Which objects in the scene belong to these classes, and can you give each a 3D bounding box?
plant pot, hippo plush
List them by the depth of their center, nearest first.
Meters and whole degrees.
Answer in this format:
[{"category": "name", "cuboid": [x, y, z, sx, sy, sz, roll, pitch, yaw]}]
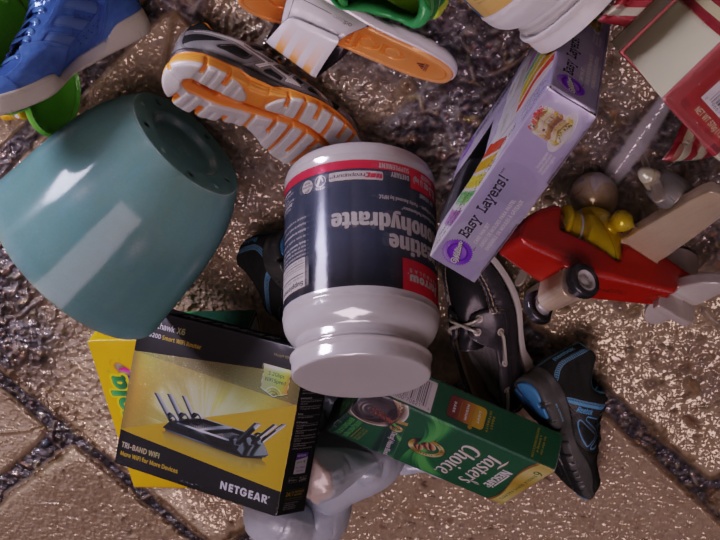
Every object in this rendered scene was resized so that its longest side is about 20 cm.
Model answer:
[{"category": "plant pot", "cuboid": [-0.210, -0.065, 1.311, 0.200, 0.201, 0.161, 41, 112, -15]}, {"category": "hippo plush", "cuboid": [-0.046, 0.206, 1.474, 0.199, 0.160, 0.161, 3, 133, -40]}]

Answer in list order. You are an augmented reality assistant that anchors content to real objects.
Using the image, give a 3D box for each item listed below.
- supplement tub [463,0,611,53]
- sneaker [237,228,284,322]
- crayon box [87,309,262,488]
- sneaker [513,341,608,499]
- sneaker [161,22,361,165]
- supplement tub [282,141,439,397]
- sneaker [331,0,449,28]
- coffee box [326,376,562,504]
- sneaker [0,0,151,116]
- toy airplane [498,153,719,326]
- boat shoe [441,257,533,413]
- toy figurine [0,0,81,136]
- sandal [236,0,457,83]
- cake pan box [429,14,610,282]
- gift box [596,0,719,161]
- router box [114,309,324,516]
[{"category": "supplement tub", "cuboid": [0.111, -0.282, 1.119, 0.200, 0.145, 0.145, 41, 122, -14]}, {"category": "sneaker", "cuboid": [-0.044, 0.037, 1.413, 0.082, 0.073, 0.200, -3, 128, 46]}, {"category": "crayon box", "cuboid": [-0.177, 0.139, 1.512, 0.172, 0.058, 0.201, -2, 122, 14]}, {"category": "sneaker", "cuboid": [0.218, 0.154, 1.421, 0.082, 0.073, 0.200, -38, 138, -14]}, {"category": "sneaker", "cuboid": [-0.083, -0.161, 1.290, 0.199, 0.077, 0.078, 27, 131, -27]}, {"category": "supplement tub", "cuboid": [0.000, 0.000, 1.278, 0.140, 0.201, 0.140, -1, 158, 0]}, {"category": "sneaker", "cuboid": [-0.014, -0.269, 1.194, 0.199, 0.084, 0.074, 27, 125, -5]}, {"category": "coffee box", "cuboid": [0.081, 0.157, 1.376, 0.199, 0.044, 0.123, 24, 149, -12]}, {"category": "sneaker", "cuboid": [-0.278, -0.215, 1.232, 0.077, 0.200, 0.112, 3, 124, 49]}, {"category": "toy airplane", "cuboid": [0.230, -0.022, 1.284, 0.199, 0.142, 0.199, -12, 157, 10]}, {"category": "boat shoe", "cuboid": [0.116, 0.062, 1.384, 0.074, 0.060, 0.201, 14, 133, 41]}, {"category": "toy figurine", "cuboid": [-0.381, -0.206, 1.317, 0.183, 0.151, 0.200, 5, 149, 26]}, {"category": "sandal", "cuboid": [-0.017, -0.195, 1.240, 0.206, 0.059, 0.079, 21, 162, -2]}, {"category": "cake pan box", "cuboid": [0.135, -0.110, 1.202, 0.052, 0.184, 0.200, 30, 126, -5]}, {"category": "gift box", "cuboid": [0.306, -0.161, 1.126, 0.200, 0.187, 0.185, -38, 110, 14]}, {"category": "router box", "cuboid": [-0.133, 0.132, 1.373, 0.199, 0.052, 0.158, 12, 93, 30]}]
